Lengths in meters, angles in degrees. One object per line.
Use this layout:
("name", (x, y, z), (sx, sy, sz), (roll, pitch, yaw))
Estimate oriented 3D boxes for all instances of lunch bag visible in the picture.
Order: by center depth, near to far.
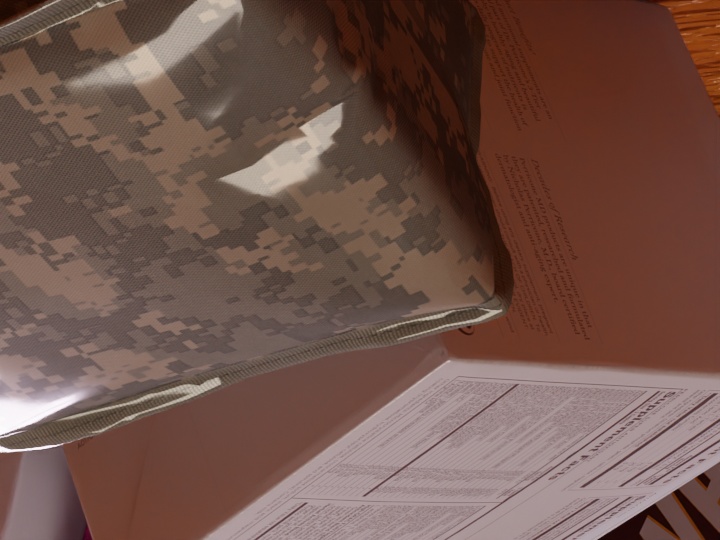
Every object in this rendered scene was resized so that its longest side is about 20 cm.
("lunch bag", (-0.084, -0.041, 0.593), (0.199, 0.118, 0.164), (-17, 144, 18))

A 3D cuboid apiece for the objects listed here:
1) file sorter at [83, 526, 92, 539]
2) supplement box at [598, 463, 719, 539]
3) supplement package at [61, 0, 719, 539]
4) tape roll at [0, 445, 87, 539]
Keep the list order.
("file sorter", (-0.059, 0.151, 0.884), (0.200, 0.125, 0.139), (-50, -171, 14))
("supplement box", (0.108, 0.098, 1.057), (0.200, 0.133, 0.197), (36, 159, -24))
("supplement package", (0.016, 0.004, 0.770), (0.199, 0.153, 0.150), (6, 145, -47))
("tape roll", (-0.196, 0.064, 0.833), (0.201, 0.204, 0.071), (-13, 166, 12))
